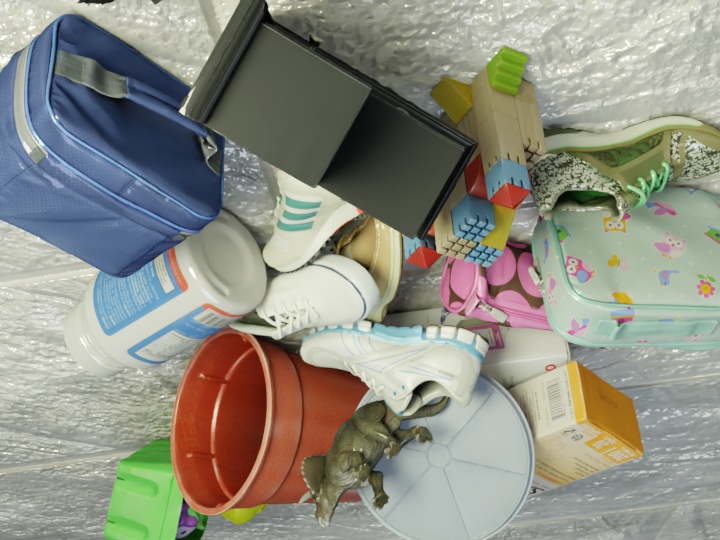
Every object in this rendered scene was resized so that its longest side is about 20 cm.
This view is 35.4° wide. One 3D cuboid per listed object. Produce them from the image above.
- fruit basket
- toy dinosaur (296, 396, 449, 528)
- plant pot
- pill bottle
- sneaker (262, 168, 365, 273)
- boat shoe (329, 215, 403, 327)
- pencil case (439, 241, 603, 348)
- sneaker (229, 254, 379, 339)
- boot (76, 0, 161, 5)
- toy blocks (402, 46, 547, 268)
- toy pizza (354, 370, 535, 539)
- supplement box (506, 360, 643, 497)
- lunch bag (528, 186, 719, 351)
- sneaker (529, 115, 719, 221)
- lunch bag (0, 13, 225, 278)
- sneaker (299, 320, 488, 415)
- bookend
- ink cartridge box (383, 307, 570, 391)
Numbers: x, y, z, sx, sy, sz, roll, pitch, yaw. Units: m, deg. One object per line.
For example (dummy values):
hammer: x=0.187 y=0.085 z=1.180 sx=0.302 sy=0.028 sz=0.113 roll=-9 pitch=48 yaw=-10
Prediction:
fruit basket: x=-0.184 y=0.274 z=1.367 sx=0.214 sy=0.157 sz=0.216 roll=13 pitch=-178 yaw=0
toy dinosaur: x=0.008 y=0.174 z=1.144 sx=0.200 sy=0.102 sz=0.077 roll=-53 pitch=129 yaw=-6
plant pot: x=-0.078 y=0.176 z=1.261 sx=0.194 sy=0.202 sz=0.201 roll=14 pitch=142 yaw=-37
pill bottle: x=-0.195 y=0.028 z=1.093 sx=0.199 sy=0.113 sz=0.112 roll=-29 pitch=138 yaw=31
sneaker: x=-0.047 y=-0.074 z=1.019 sx=0.093 sy=0.071 sz=0.200 roll=40 pitch=139 yaw=-12
boat shoe: x=0.000 y=0.000 z=1.104 sx=0.066 sy=0.074 sz=0.200 roll=4 pitch=145 yaw=-8
pencil case: x=0.178 y=0.026 z=1.139 sx=0.199 sy=0.094 sz=0.091 roll=10 pitch=116 yaw=-22
sneaker: x=-0.059 y=0.036 z=1.084 sx=0.200 sy=0.071 sz=0.073 roll=-12 pitch=116 yaw=54
boot: x=-0.105 y=-0.214 z=0.724 sx=0.161 sy=0.074 sz=0.198 roll=-3 pitch=-177 yaw=-10
toy blocks: x=0.094 y=-0.069 z=0.963 sx=0.099 sy=0.137 sz=0.200 roll=15 pitch=141 yaw=-25
toy pizza: x=0.085 y=0.192 z=1.187 sx=0.199 sy=0.201 sz=0.032 roll=-16 pitch=-179 yaw=16
supplement box: x=0.190 y=0.186 z=1.241 sx=0.199 sy=0.074 sz=0.126 roll=-28 pitch=138 yaw=31
lunch bag: x=0.258 y=-0.001 z=1.056 sx=0.199 sy=0.161 sz=0.077 roll=1 pitch=144 yaw=-9
sneaker: x=0.237 y=-0.078 z=1.007 sx=0.199 sy=0.089 sz=0.077 roll=-6 pitch=145 yaw=2
lunch bag: x=-0.195 y=-0.095 z=0.897 sx=0.132 sy=0.137 sz=0.200 roll=-30 pitch=138 yaw=32
sneaker: x=0.026 y=0.100 z=1.132 sx=0.199 sy=0.087 sz=0.075 roll=1 pitch=156 yaw=25
bookend: x=-0.011 y=-0.100 z=0.797 sx=0.198 sy=0.200 sz=0.092 roll=30 pitch=95 yaw=-5
ink cartridge box: x=0.132 y=0.107 z=1.261 sx=0.199 sy=0.085 sz=0.145 roll=-7 pitch=145 yaw=6
